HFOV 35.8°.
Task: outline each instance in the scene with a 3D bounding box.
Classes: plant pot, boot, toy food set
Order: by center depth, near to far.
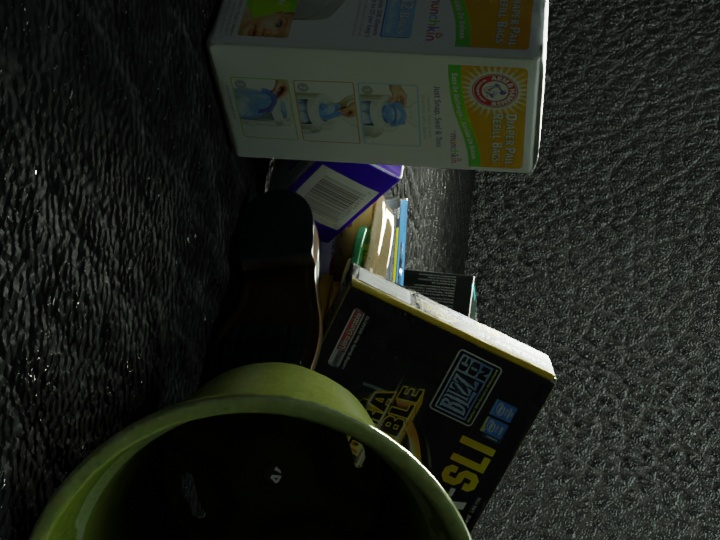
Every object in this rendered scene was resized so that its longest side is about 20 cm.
[{"bbox_3d":[-0.048,0.133,0.555,0.184,0.199,0.202,-97,-170,-80],"label":"plant pot"},{"bbox_3d":[-0.054,0.054,0.760,0.097,0.074,0.201,74,20,-58],"label":"boot"},{"bbox_3d":[-0.019,0.026,0.901,0.201,0.048,0.199,112,-9,-46],"label":"toy food set"}]

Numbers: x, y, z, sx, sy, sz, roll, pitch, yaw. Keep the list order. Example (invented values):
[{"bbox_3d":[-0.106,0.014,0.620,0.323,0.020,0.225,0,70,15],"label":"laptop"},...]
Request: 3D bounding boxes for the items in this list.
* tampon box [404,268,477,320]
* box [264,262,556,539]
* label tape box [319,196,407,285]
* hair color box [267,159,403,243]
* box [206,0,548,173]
[{"bbox_3d":[0.081,0.122,1.471,0.150,0.125,0.201,78,20,-60],"label":"tampon box"},{"bbox_3d":[0.023,0.118,0.793,0.049,0.159,0.201,-87,-157,-72],"label":"box"},{"bbox_3d":[0.000,0.000,1.099,0.200,0.063,0.145,-28,122,-79],"label":"label tape box"},{"bbox_3d":[-0.007,-0.135,0.845,0.109,0.065,0.201,-38,-147,50],"label":"hair color box"},{"bbox_3d":[0.018,-0.140,0.709,0.102,0.198,0.113,82,15,-54],"label":"box"}]
